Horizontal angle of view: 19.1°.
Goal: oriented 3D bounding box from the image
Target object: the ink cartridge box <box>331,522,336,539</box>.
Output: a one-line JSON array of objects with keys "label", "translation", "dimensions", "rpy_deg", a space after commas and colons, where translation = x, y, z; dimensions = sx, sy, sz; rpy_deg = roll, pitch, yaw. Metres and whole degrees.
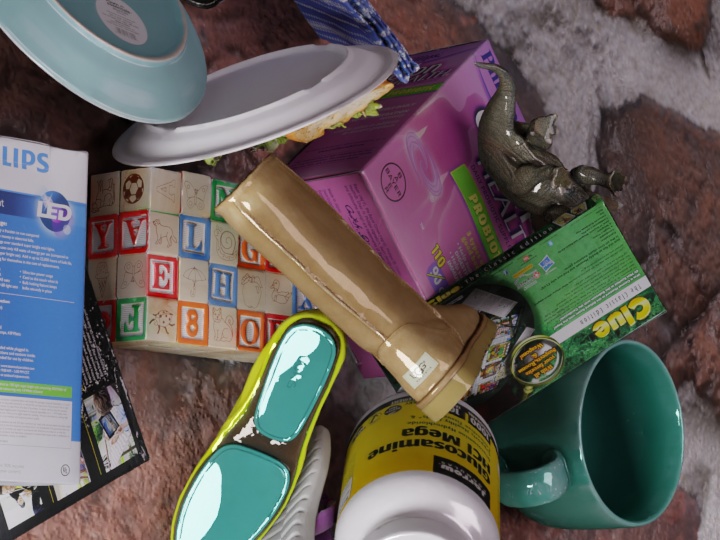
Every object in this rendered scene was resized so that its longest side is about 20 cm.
[{"label": "ink cartridge box", "translation": [0.057, 0.241, 1.523], "dimensions": [0.160, 0.200, 0.047], "rpy_deg": [5, 109, -50]}]

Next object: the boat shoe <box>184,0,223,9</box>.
[{"label": "boat shoe", "translation": [-0.112, -0.219, 1.424], "dimensions": [0.200, 0.068, 0.057], "rpy_deg": [98, 5, -70]}]

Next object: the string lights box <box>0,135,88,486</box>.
[{"label": "string lights box", "translation": [-0.217, 0.024, 1.252], "dimensions": [0.103, 0.059, 0.201], "rpy_deg": [10, 78, -46]}]

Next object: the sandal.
[{"label": "sandal", "translation": [-0.042, 0.188, 1.467], "dimensions": [0.050, 0.082, 0.203], "rpy_deg": [36, 31, -17]}]

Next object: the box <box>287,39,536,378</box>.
[{"label": "box", "translation": [0.050, -0.047, 1.632], "dimensions": [0.200, 0.097, 0.176], "rpy_deg": [-48, 120, -43]}]

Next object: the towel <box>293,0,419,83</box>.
[{"label": "towel", "translation": [-0.050, -0.217, 1.516], "dimensions": [0.024, 0.145, 0.200], "rpy_deg": [-46, 124, -8]}]

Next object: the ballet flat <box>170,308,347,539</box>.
[{"label": "ballet flat", "translation": [-0.065, 0.113, 1.462], "dimensions": [0.067, 0.067, 0.200], "rpy_deg": [27, 101, -5]}]

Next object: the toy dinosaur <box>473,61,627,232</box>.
[{"label": "toy dinosaur", "translation": [0.128, -0.074, 1.592], "dimensions": [0.200, 0.102, 0.077], "rpy_deg": [37, 70, -30]}]

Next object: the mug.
[{"label": "mug", "translation": [0.165, 0.130, 1.729], "dimensions": [0.185, 0.114, 0.152], "rpy_deg": [22, 69, -46]}]

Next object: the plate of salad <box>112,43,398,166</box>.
[{"label": "plate of salad", "translation": [-0.067, -0.102, 1.419], "dimensions": [0.200, 0.200, 0.048], "rpy_deg": [-40, 118, -45]}]

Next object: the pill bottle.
[{"label": "pill bottle", "translation": [0.040, 0.170, 1.465], "dimensions": [0.200, 0.112, 0.113], "rpy_deg": [-83, 151, -69]}]

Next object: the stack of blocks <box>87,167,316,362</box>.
[{"label": "stack of blocks", "translation": [-0.096, 0.001, 1.479], "dimensions": [0.200, 0.058, 0.115], "rpy_deg": [10, 78, -49]}]

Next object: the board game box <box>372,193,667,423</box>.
[{"label": "board game box", "translation": [0.113, 0.040, 1.554], "dimensions": [0.200, 0.023, 0.105], "rpy_deg": [-32, 110, 1]}]

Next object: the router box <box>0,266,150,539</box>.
[{"label": "router box", "translation": [-0.224, 0.056, 1.323], "dimensions": [0.149, 0.051, 0.200], "rpy_deg": [-29, 106, -46]}]

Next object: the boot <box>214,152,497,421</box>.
[{"label": "boot", "translation": [0.000, 0.000, 1.442], "dimensions": [0.200, 0.066, 0.175], "rpy_deg": [43, 8, -3]}]

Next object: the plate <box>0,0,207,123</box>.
[{"label": "plate", "translation": [-0.170, -0.180, 1.370], "dimensions": [0.200, 0.026, 0.200], "rpy_deg": [35, 31, -25]}]
